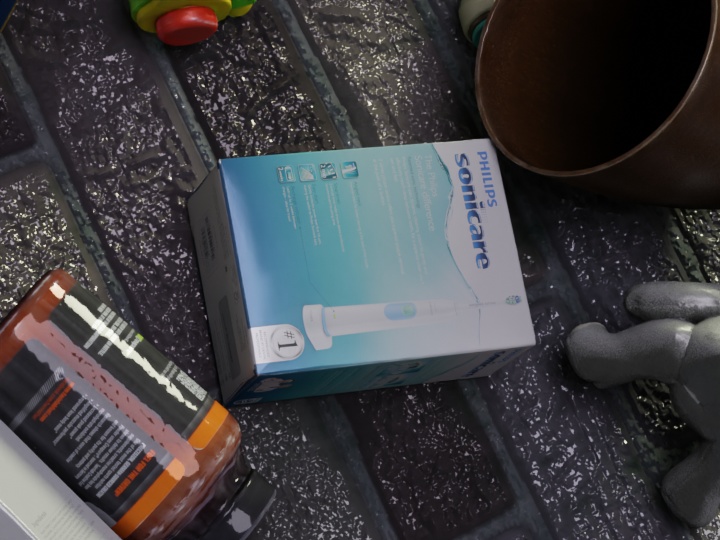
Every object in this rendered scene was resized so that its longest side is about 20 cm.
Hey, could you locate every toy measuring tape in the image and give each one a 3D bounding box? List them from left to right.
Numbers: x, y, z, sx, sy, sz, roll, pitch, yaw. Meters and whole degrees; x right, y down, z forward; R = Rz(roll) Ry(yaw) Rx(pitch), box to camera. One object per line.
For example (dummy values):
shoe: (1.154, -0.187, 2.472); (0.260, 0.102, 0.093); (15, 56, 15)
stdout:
toy measuring tape: (-0.144, -0.189, 1.576); (0.199, 0.073, 0.074); (7, 69, -53)

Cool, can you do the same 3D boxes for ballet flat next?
ballet flat: (0.165, -0.188, 1.719); (0.199, 0.069, 0.070); (5, 73, -18)

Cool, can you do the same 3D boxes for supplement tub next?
supplement tub: (-0.148, 0.099, 1.494); (0.200, 0.107, 0.107); (41, 65, -4)

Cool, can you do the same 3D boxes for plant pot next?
plant pot: (0.211, -0.119, 1.643); (0.200, 0.186, 0.188); (27, 63, -47)

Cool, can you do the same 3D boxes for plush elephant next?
plush elephant: (0.265, 0.045, 1.636); (0.165, 0.200, 0.155); (50, 42, -3)

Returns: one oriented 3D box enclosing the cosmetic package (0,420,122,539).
cosmetic package: (-0.232, 0.161, 1.434); (0.113, 0.081, 0.200); (-42, 92, 19)

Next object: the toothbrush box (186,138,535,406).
toothbrush box: (0.000, 0.000, 1.588); (0.199, 0.085, 0.147); (-7, 76, -21)

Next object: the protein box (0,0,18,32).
protein box: (-0.284, -0.257, 1.496); (0.198, 0.200, 0.136); (21, 69, -13)
